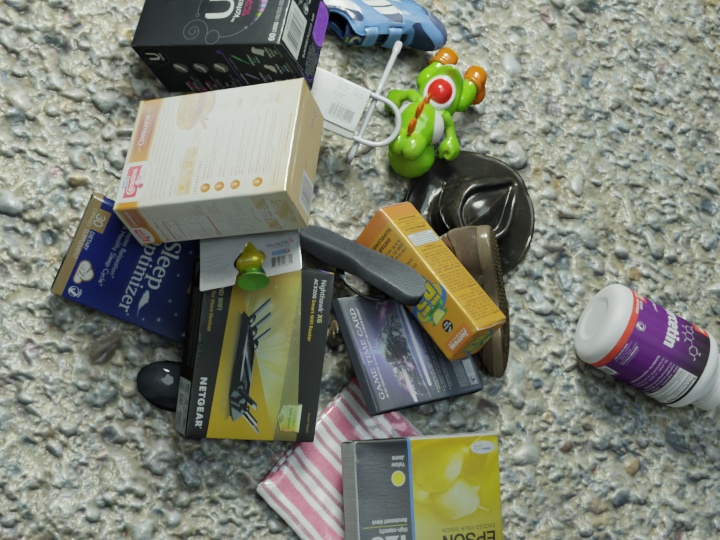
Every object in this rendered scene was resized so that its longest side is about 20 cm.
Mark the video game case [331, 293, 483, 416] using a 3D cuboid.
[{"bbox_3d":[0.060,0.094,1.420,0.199,0.019,0.143,-6,71,-46],"label":"video game case"}]

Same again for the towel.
[{"bbox_3d":[-0.011,0.239,1.389,0.146,0.030,0.200,45,64,-3],"label":"towel"}]

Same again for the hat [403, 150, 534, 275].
[{"bbox_3d":[0.158,-0.081,1.523,0.200,0.081,0.202,6,71,-19],"label":"hat"}]

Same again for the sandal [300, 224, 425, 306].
[{"bbox_3d":[0.000,0.000,1.406,0.076,0.200,0.043,-6,117,-48],"label":"sandal"}]

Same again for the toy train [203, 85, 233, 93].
[{"bbox_3d":[-0.145,-0.121,1.364,0.056,0.042,0.201,-13,79,-13],"label":"toy train"}]

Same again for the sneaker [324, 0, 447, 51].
[{"bbox_3d":[0.018,-0.327,1.549,0.199,0.074,0.083,20,70,-7],"label":"sneaker"}]

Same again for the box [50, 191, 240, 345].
[{"bbox_3d":[-0.236,0.006,1.333,0.199,0.032,0.122,23,97,-18],"label":"box"}]

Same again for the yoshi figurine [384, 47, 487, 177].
[{"bbox_3d":[0.088,-0.196,1.534,0.200,0.112,0.112,-55,127,-38],"label":"yoshi figurine"}]

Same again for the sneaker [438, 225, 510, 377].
[{"bbox_3d":[0.144,0.040,1.483,0.075,0.070,0.201,-3,105,18],"label":"sneaker"}]

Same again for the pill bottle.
[{"bbox_3d":[0.390,0.107,1.541,0.199,0.112,0.113,27,66,-12],"label":"pill bottle"}]

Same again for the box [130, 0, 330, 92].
[{"bbox_3d":[-0.153,-0.291,1.394,0.199,0.106,0.123,3,67,22],"label":"box"}]

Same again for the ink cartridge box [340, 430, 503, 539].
[{"bbox_3d":[0.076,0.296,1.376,0.197,0.047,0.201,0,81,-27],"label":"ink cartridge box"}]

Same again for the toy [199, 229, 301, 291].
[{"bbox_3d":[-0.120,-0.064,1.297,0.115,0.047,0.201,-12,54,10],"label":"toy"}]

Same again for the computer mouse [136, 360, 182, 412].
[{"bbox_3d":[-0.161,0.137,1.358,0.199,0.034,0.059,6,71,-21],"label":"computer mouse"}]

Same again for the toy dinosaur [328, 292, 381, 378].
[{"bbox_3d":[0.016,0.074,1.445,0.101,0.058,0.201,23,53,-33],"label":"toy dinosaur"}]

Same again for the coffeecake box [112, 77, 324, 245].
[{"bbox_3d":[-0.152,-0.117,1.268,0.199,0.073,0.154,-5,56,18],"label":"coffeecake box"}]

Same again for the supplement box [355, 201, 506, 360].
[{"bbox_3d":[0.085,0.011,1.429,0.200,0.067,0.069,50,35,18],"label":"supplement box"}]

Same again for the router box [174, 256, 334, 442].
[{"bbox_3d":[-0.121,0.092,1.331,0.157,0.052,0.201,6,92,-26],"label":"router box"}]

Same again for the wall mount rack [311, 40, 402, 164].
[{"bbox_3d":[-0.034,-0.238,1.469,0.199,0.075,0.174,23,90,-4],"label":"wall mount rack"}]
